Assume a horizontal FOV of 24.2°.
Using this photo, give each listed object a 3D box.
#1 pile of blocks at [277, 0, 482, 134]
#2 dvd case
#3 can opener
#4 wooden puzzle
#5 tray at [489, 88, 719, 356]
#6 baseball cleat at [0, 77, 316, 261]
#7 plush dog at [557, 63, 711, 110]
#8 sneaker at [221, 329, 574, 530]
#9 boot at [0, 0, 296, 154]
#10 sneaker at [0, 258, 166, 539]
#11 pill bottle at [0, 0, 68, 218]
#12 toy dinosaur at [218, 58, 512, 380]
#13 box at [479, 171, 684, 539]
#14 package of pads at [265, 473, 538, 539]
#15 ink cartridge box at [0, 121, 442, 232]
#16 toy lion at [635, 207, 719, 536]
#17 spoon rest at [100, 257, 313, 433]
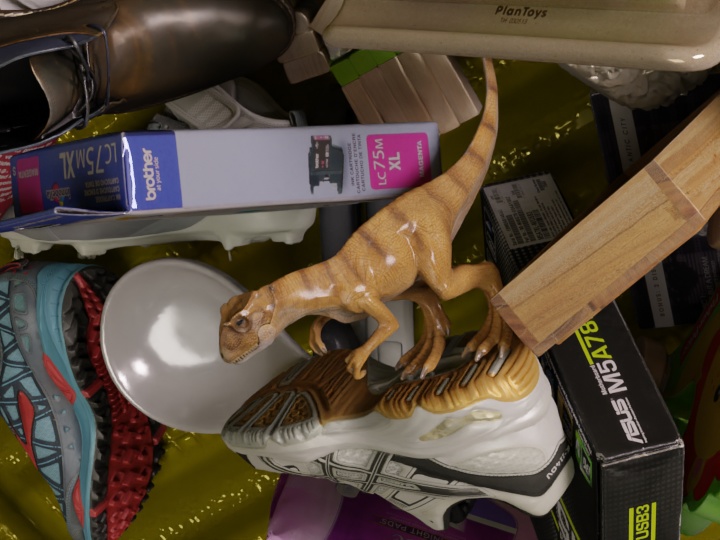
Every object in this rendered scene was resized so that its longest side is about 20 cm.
[{"bbox_3d":[-0.022,-0.140,0.844,0.199,0.062,0.082,36,118,-5],"label":"pile of blocks"},{"bbox_3d":[0.230,-0.045,0.874,0.198,0.016,0.150,-8,120,17],"label":"dvd case"},{"bbox_3d":[0.000,0.000,0.925,0.053,0.067,0.202,3,122,10],"label":"can opener"},{"bbox_3d":[0.084,-0.172,0.662,0.184,0.202,0.037,10,161,40],"label":"wooden puzzle"},{"bbox_3d":[0.136,-0.034,0.771,0.037,0.200,0.099,48,121,2],"label":"tray"},{"bbox_3d":[-0.114,-0.059,0.927,0.198,0.070,0.108,-2,95,22],"label":"baseball cleat"},{"bbox_3d":[0.115,-0.180,0.756,0.199,0.161,0.173,30,97,-8],"label":"plush dog"},{"bbox_3d":[0.014,0.088,0.802,0.199,0.076,0.088,-8,119,47],"label":"sneaker"},{"bbox_3d":[-0.121,-0.088,0.775,0.198,0.097,0.075,-9,122,-8],"label":"boot"},{"bbox_3d":[-0.179,0.077,1.025,0.095,0.079,0.202,13,122,27],"label":"sneaker"},{"bbox_3d":[-0.202,-0.105,0.880,0.113,0.113,0.200,36,123,-11],"label":"pill bottle"},{"bbox_3d":[0.027,-0.014,0.733,0.060,0.200,0.107,3,129,55],"label":"toy dinosaur"},{"bbox_3d":[0.110,0.085,0.856,0.047,0.201,0.194,-11,133,-7],"label":"box"},{"bbox_3d":[0.039,0.174,0.993,0.198,0.121,0.076,18,124,1],"label":"package of pads"},{"bbox_3d":[-0.075,-0.043,0.769,0.119,0.198,0.043,-3,94,55],"label":"ink cartridge box"},{"bbox_3d":[0.184,0.055,0.821,0.068,0.192,0.201,21,128,-3],"label":"toy lion"},{"bbox_3d":[-0.047,0.048,0.898,0.198,0.061,0.100,9,112,10],"label":"spoon rest"}]
